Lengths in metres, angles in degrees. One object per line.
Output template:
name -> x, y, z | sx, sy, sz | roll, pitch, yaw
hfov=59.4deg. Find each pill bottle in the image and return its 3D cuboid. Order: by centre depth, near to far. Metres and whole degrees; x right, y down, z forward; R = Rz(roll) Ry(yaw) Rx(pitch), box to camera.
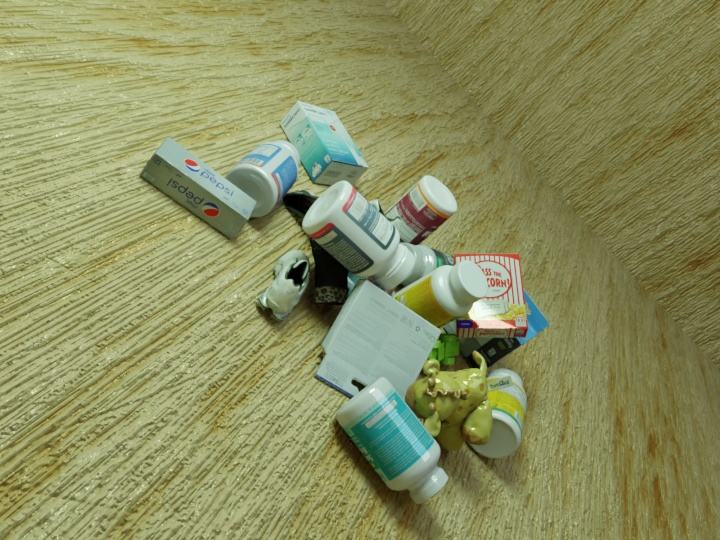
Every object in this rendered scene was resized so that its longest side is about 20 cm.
pill bottle -> 0.058, 0.287, 1.057 | 0.200, 0.111, 0.111 | 52, 30, 7
pill bottle -> 0.002, -0.058, 1.168 | 0.200, 0.120, 0.120 | 42, 30, -22
pill bottle -> -0.192, -0.197, 1.296 | 0.112, 0.112, 0.200 | 42, 31, -9
pill bottle -> 0.168, 0.058, 1.341 | 0.113, 0.200, 0.113 | 22, 52, -31
pill bottle -> 0.294, 0.296, 1.348 | 0.113, 0.113, 0.200 | 46, 31, -4
pill bottle -> 0.163, 0.002, 1.517 | 0.200, 0.113, 0.113 | 16, 43, -42
pill bottle -> 0.127, -0.124, 1.531 | 0.114, 0.200, 0.114 | 32, 34, -25

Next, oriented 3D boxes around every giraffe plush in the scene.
giraffe plush -> 0.155, 0.239, 1.155 | 0.162, 0.200, 0.173 | 8, 47, -42

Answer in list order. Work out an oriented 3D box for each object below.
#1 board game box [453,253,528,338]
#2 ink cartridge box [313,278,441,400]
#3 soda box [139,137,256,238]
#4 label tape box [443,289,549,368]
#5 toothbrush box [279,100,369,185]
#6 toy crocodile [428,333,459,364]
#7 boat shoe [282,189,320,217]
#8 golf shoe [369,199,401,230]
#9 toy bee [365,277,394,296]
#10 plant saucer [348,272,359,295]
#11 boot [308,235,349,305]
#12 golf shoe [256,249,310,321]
board game box -> 0.288, 0.055, 1.422 | 0.151, 0.046, 0.200 | -1, 56, 4
ink cartridge box -> 0.030, 0.150, 1.179 | 0.200, 0.041, 0.200 | 35, 75, -23
soda box -> -0.294, -0.149, 1.157 | 0.200, 0.063, 0.068 | 36, 33, -19
label tape box -> 0.316, 0.129, 1.479 | 0.143, 0.200, 0.066 | 56, 30, 14
toothbrush box -> -0.091, -0.314, 1.588 | 0.146, 0.085, 0.200 | 1, 53, -52
toy crocodile -> 0.162, 0.175, 1.376 | 0.200, 0.062, 0.068 | -5, 98, -56
boat shoe -> -0.093, -0.125, 1.325 | 0.057, 0.067, 0.200 | -9, 24, -37
golf shoe -> 0.005, -0.133, 1.454 | 0.200, 0.097, 0.078 | 32, 27, 5
toy bee -> 0.018, 0.078, 1.254 | 0.109, 0.131, 0.200 | 11, 53, -12
plant saucer -> 0.000, 0.000, 1.399 | 0.200, 0.027, 0.200 | 33, 34, -25
boot -> -0.039, -0.004, 1.282 | 0.204, 0.073, 0.154 | 11, 75, -60
golf shoe -> -0.117, 0.009, 1.171 | 0.078, 0.097, 0.200 | 37, 30, -14
